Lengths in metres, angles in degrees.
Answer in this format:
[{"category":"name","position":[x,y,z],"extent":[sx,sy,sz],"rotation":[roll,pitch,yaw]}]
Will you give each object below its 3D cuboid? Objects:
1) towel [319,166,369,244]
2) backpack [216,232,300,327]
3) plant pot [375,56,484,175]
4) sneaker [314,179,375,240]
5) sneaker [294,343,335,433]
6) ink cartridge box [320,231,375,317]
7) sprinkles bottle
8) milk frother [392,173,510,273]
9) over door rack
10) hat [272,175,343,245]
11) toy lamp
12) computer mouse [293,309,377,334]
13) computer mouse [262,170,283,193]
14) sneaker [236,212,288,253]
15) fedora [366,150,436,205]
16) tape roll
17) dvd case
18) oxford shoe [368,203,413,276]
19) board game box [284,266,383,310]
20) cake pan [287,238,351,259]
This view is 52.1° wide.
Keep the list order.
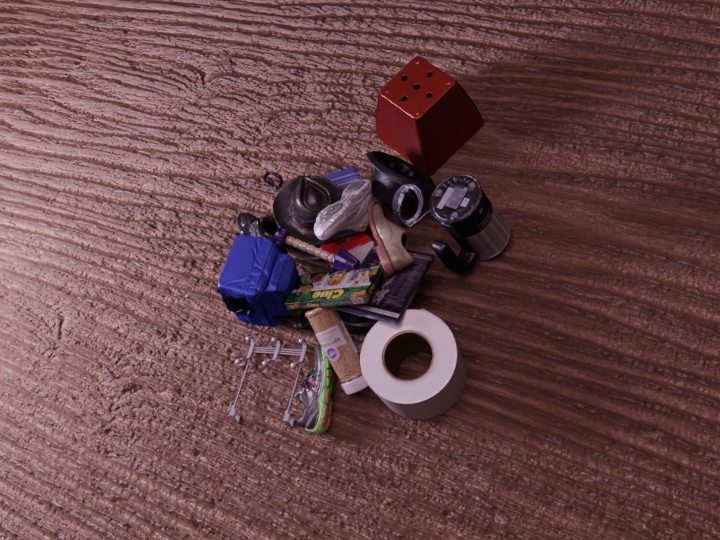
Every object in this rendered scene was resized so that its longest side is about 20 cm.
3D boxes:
[{"category":"towel","position":[-0.051,-0.159,1.769],"extent":[0.145,0.024,0.200],"rotation":[-18,56,-3]},{"category":"backpack","position":[-0.221,0.043,1.673],"extent":[0.168,0.200,0.163],"rotation":[15,62,13]},{"category":"plant pot","position":[0.152,-0.391,1.777],"extent":[0.200,0.176,0.200],"rotation":[-44,61,-7]},{"category":"sneaker","position":[-0.022,-0.118,1.661],"extent":[0.078,0.099,0.200],"rotation":[2,39,46]},{"category":"sneaker","position":[-0.102,0.252,1.610],"extent":[0.084,0.077,0.200],"rotation":[1,65,12]},{"category":"ink cartridge box","position":[0.000,0.000,1.676],"extent":[0.116,0.067,0.200],"rotation":[-25,45,-10]},{"category":"sprinkles bottle","position":[-0.046,0.165,1.586],"extent":[0.068,0.068,0.200],"rotation":[-27,94,3]},{"category":"milk frother","position":[0.198,-0.115,1.631],"extent":[0.181,0.188,0.200],"rotation":[-46,51,2]},{"category":"over door rack","position":[-0.208,0.243,1.651],"extent":[0.148,0.067,0.200],"rotation":[2,66,18]},{"category":"hat","position":[-0.115,-0.162,1.707],"extent":[0.200,0.081,0.201],"rotation":[-1,59,1]},{"category":"toy lamp","position":[-0.097,-0.042,1.638],"extent":[0.200,0.058,0.058],"rotation":[21,73,15]},{"category":"computer mouse","position":[-0.039,0.100,1.673],"extent":[0.200,0.053,0.139],"rotation":[6,46,19]},{"category":"computer mouse","position":[-0.191,-0.175,1.822],"extent":[0.059,0.034,0.200],"rotation":[-38,55,16]},{"category":"sneaker","position":[-0.236,-0.108,1.783],"extent":[0.076,0.114,0.199],"rotation":[-15,42,-29]},{"category":"fedora","position":[0.081,-0.204,1.734],"extent":[0.201,0.201,0.092],"rotation":[38,112,27]},{"category":"tape roll","position":[0.113,0.197,1.536],"extent":[0.203,0.139,0.203],"rotation":[-7,63,13]},{"category":"dvd case","position":[0.053,0.025,1.576],"extent":[0.149,0.016,0.200],"rotation":[13,49,26]},{"category":"oxford shoe","position":[0.066,-0.075,1.611],"extent":[0.074,0.071,0.200],"rotation":[-20,53,6]},{"category":"board game box","position":[-0.057,0.038,1.568],"extent":[0.200,0.023,0.105],"rotation":[-7,37,29]},{"category":"cake pan","position":[-0.097,-0.112,1.799],"extent":[0.200,0.037,0.200],"rotation":[-7,65,14]}]
